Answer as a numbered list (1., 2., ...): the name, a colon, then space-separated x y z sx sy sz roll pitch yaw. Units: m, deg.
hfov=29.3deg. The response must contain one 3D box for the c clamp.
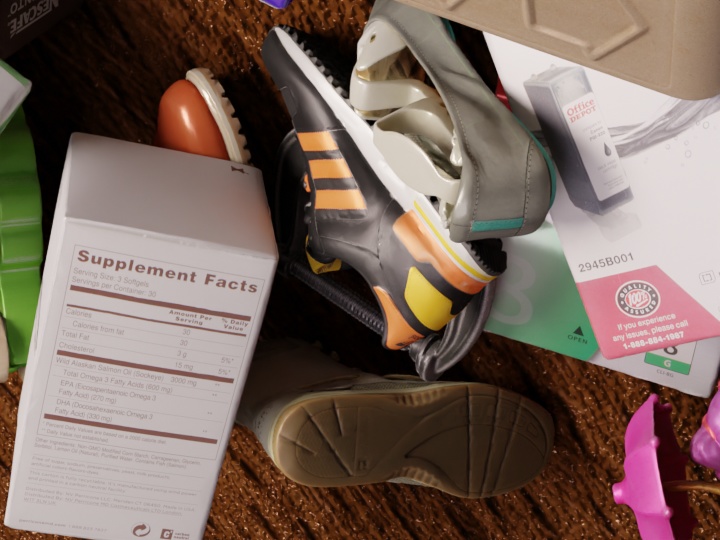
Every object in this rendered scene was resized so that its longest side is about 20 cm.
1. c clamp: 0.000 0.000 0.837 0.200 0.027 0.172 29 126 34

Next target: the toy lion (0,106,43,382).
1. toy lion: -0.244 -0.020 0.926 0.200 0.068 0.193 161 100 -65

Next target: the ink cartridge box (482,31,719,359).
1. ink cartridge box: 0.158 -0.073 0.658 0.145 0.085 0.201 -16 98 35

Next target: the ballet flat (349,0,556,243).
1. ballet flat: 0.029 -0.086 0.686 0.200 0.063 0.068 -120 24 -44

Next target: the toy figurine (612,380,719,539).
1. toy figurine: 0.232 0.112 0.728 0.183 0.150 0.201 23 109 2

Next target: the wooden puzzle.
1. wooden puzzle: 0.062 -0.152 0.551 0.199 0.046 0.185 18 162 17

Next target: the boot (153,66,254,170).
1. boot: -0.125 -0.029 0.851 0.075 0.107 0.201 48 141 41

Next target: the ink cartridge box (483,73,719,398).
1. ink cartridge box: 0.136 -0.038 0.749 0.160 0.050 0.201 17 131 18

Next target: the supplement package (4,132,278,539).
1. supplement package: -0.128 0.042 0.790 0.117 0.117 0.201 10 116 -14

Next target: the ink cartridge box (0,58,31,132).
1. ink cartridge box: -0.290 -0.089 0.785 0.145 0.088 0.200 39 154 -14

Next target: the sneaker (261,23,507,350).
1. sneaker: -0.011 -0.047 0.754 0.090 0.070 0.200 -46 66 18

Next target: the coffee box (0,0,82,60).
1. coffee box: -0.278 -0.203 0.816 0.199 0.114 0.080 24 131 13

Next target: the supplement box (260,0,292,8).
1. supplement box: -0.033 -0.246 0.657 0.103 0.101 0.200 28 132 8

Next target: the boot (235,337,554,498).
1. boot: 0.009 0.090 0.883 0.155 0.199 0.072 20 104 61
